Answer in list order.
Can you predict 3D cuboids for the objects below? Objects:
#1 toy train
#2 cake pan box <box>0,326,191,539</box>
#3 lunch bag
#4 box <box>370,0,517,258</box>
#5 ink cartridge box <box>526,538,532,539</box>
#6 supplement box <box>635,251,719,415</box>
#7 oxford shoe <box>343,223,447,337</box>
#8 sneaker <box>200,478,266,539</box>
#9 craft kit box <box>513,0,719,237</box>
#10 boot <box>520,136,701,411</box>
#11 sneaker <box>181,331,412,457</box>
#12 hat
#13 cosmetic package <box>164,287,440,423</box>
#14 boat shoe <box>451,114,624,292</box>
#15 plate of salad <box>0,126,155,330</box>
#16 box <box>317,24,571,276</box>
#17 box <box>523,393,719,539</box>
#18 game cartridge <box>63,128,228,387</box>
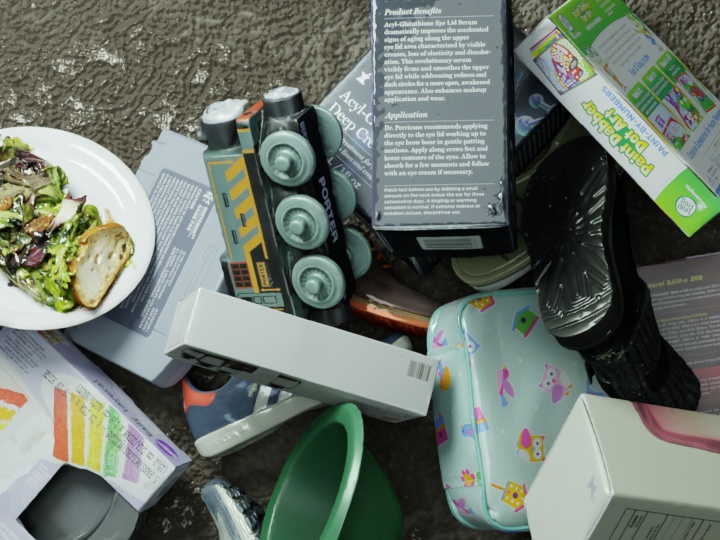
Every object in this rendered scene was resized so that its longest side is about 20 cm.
[{"bbox_3d":[-0.065,-0.047,1.565,0.114,0.085,0.201,-3,114,25],"label":"toy train"},{"bbox_3d":[-0.267,0.166,1.651,0.200,0.052,0.184,44,102,8],"label":"cake pan box"},{"bbox_3d":[0.142,0.114,1.597,0.160,0.077,0.201,-5,84,-26],"label":"lunch bag"},{"bbox_3d":[0.066,-0.119,1.512,0.104,0.148,0.201,-1,82,6],"label":"box"},{"bbox_3d":[0.207,0.311,1.582,0.199,0.084,0.146,14,85,7],"label":"ink cartridge box"},{"bbox_3d":[0.283,0.089,1.614,0.108,0.061,0.201,-8,83,4],"label":"supplement box"},{"bbox_3d":[0.000,0.000,1.651,0.200,0.071,0.073,23,82,9],"label":"oxford shoe"},{"bbox_3d":[-0.094,0.269,1.623,0.086,0.078,0.200,-27,80,6],"label":"sneaker"},{"bbox_3d":[0.224,-0.135,1.567,0.048,0.200,0.198,-41,90,25],"label":"craft kit box"},{"bbox_3d":[0.196,0.015,1.543,0.079,0.158,0.212,-20,47,28],"label":"boot"},{"bbox_3d":[-0.058,0.080,1.643,0.200,0.075,0.085,-25,82,1],"label":"sneaker"},{"bbox_3d":[0.028,0.213,1.554,0.176,0.200,0.166,23,66,-17],"label":"hat"},{"bbox_3d":[-0.047,0.069,1.546,0.199,0.083,0.051,17,79,-13],"label":"cosmetic package"},{"bbox_3d":[0.160,-0.052,1.628,0.200,0.068,0.075,-45,59,-7],"label":"boat shoe"},{"bbox_3d":[-0.267,-0.042,1.625,0.199,0.048,0.201,6,58,-9],"label":"plate of salad"},{"bbox_3d":[0.062,-0.121,1.640,0.148,0.107,0.200,42,88,10],"label":"box"},{"bbox_3d":[0.242,0.185,1.492,0.199,0.109,0.128,11,128,-17],"label":"box"},{"bbox_3d":[-0.157,-0.009,1.660,0.133,0.041,0.200,24,86,36],"label":"game cartridge"}]
